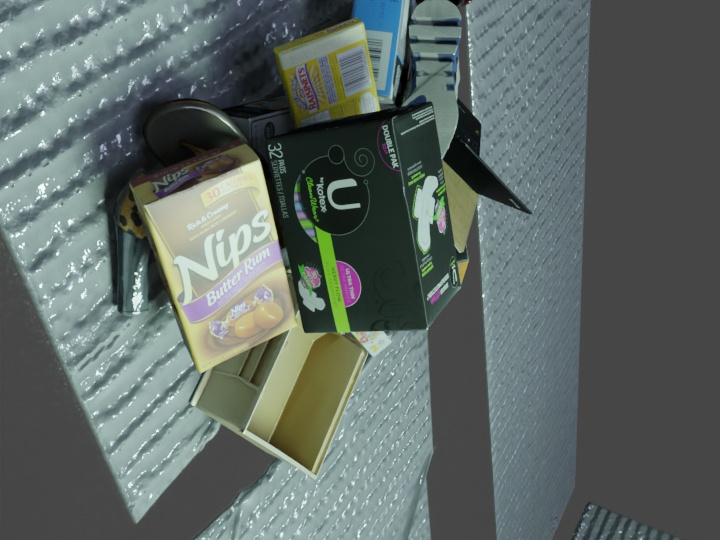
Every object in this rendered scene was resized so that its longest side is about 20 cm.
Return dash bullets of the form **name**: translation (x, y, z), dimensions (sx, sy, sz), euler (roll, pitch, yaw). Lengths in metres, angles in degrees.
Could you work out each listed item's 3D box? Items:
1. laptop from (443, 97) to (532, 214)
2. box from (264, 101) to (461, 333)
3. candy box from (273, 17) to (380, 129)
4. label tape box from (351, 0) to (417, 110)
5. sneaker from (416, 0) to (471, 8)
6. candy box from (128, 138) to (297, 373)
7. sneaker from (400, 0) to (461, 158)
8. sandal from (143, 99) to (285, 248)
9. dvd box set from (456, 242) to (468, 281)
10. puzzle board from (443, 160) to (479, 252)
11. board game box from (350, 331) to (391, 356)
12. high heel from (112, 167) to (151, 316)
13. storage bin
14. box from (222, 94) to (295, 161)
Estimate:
- **laptop**: translation (0.155, -0.192, 1.084), dimensions (0.176, 0.102, 0.205), euler (36, 50, -39)
- **box**: translation (0.008, -0.053, 0.797), dimensions (0.124, 0.145, 0.206), euler (-36, 118, -60)
- **candy box**: translation (-0.025, -0.169, 0.878), dimensions (0.100, 0.027, 0.204), euler (-21, 128, -10)
- **label tape box**: translation (0.032, -0.277, 0.985), dimensions (0.200, 0.061, 0.149), euler (-8, 106, -81)
- **sneaker**: translation (0.093, -0.350, 1.029), dimensions (0.074, 0.117, 0.202), euler (11, 130, -22)
- **candy box**: translation (-0.137, -0.011, 0.755), dimensions (0.115, 0.056, 0.204), euler (-25, 129, -19)
- **sneaker**: translation (0.092, -0.218, 0.968), dimensions (0.115, 0.078, 0.206), euler (19, 80, -79)
- **sandal**: translation (-0.131, -0.090, 0.785), dimensions (0.081, 0.055, 0.201), euler (-40, 119, 0)
- **dvd box set**: translation (0.143, -0.063, 1.246), dimensions (0.200, 0.029, 0.151), euler (71, 11, -78)
- **puzzle board**: translation (0.105, -0.146, 1.101), dimensions (0.201, 0.017, 0.153), euler (49, 43, -28)
- **board game box**: translation (-0.037, 0.015, 0.998), dimensions (0.034, 0.135, 0.201), euler (-36, 144, 1)
- **high heel**: translation (-0.165, -0.042, 0.808), dimensions (0.198, 0.070, 0.146), euler (-17, 123, -46)
- **storage bin**: translation (-0.091, 0.129, 0.988), dimensions (0.202, 0.092, 0.200), euler (-65, 148, -18)
- **box**: translation (-0.087, -0.141, 0.917), dimensions (0.199, 0.059, 0.120), euler (-31, 127, -51)
